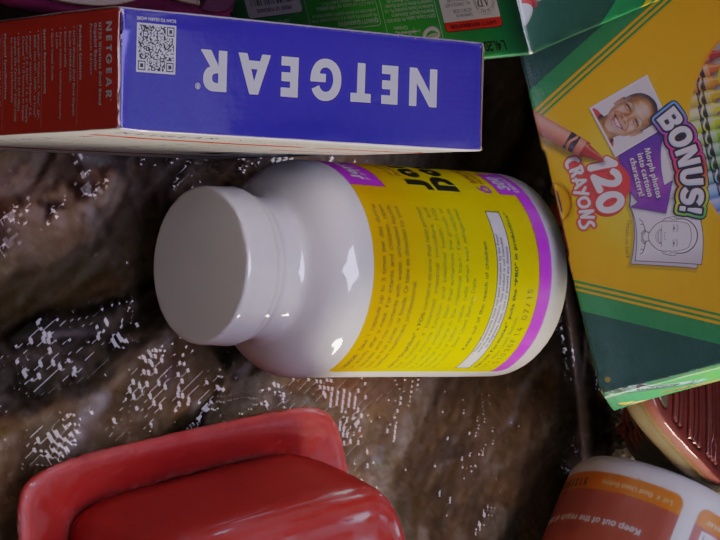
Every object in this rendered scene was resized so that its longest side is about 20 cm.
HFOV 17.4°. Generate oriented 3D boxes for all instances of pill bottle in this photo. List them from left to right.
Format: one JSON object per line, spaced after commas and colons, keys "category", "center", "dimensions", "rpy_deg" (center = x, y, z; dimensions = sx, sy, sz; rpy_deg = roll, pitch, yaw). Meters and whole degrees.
{"category": "pill bottle", "center": [0.000, 0.000, 1.146], "dimensions": [0.199, 0.104, 0.105], "rpy_deg": [2, 89, -42]}
{"category": "pill bottle", "center": [0.128, 0.210, 1.256], "dimensions": [0.112, 0.112, 0.201], "rpy_deg": [40, 65, -34]}

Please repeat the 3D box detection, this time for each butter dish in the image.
{"category": "butter dish", "center": [-0.039, 0.175, 1.084], "dimensions": [0.198, 0.147, 0.202], "rpy_deg": [-10, 97, -42]}

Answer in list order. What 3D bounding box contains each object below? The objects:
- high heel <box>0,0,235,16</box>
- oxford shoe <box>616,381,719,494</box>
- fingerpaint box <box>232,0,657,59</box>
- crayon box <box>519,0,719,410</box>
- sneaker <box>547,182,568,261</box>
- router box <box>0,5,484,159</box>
{"category": "high heel", "center": [-0.126, -0.123, 1.026], "dimensions": [0.199, 0.096, 0.068], "rpy_deg": [-2, 70, -47]}
{"category": "oxford shoe", "center": [0.171, 0.088, 1.285], "dimensions": [0.200, 0.074, 0.071], "rpy_deg": [40, 50, -56]}
{"category": "fingerpaint box", "center": [0.059, -0.150, 1.135], "dimensions": [0.166, 0.199, 0.074], "rpy_deg": [-25, 106, -39]}
{"category": "crayon box", "center": [0.157, -0.043, 1.181], "dimensions": [0.058, 0.118, 0.202], "rpy_deg": [45, 31, -74]}
{"category": "sneaker", "center": [0.187, -0.079, 1.326], "dimensions": [0.078, 0.082, 0.201], "rpy_deg": [50, 59, -29]}
{"category": "router box", "center": [-0.076, -0.078, 1.029], "dimensions": [0.199, 0.179, 0.049], "rpy_deg": [1, 90, -42]}
